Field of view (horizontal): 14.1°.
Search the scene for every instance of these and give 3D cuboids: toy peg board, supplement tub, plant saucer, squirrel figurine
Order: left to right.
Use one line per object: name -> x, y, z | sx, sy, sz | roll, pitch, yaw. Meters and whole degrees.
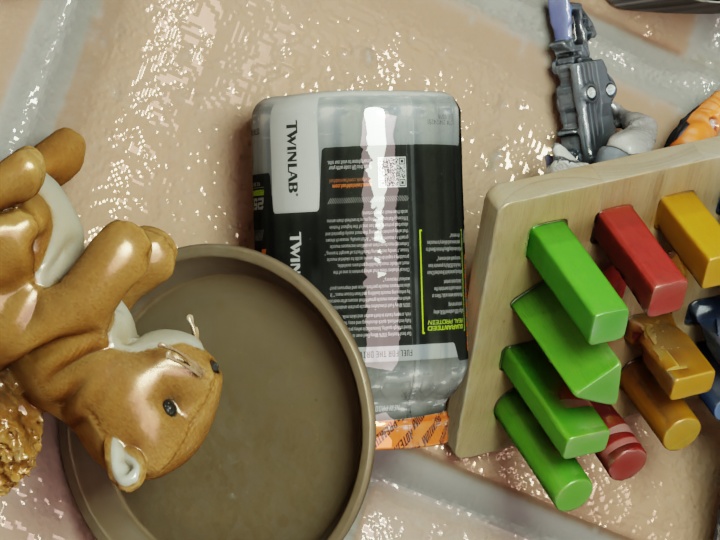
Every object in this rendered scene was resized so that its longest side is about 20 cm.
squirrel figurine -> -0.177, 0.050, 1.574 | 0.200, 0.142, 0.187 | -37, 94, 1
plant saucer -> -0.077, 0.085, 1.615 | 0.029, 0.199, 0.202 | -2, 91, -64
supplement tub -> 0.000, 0.000, 1.658 | 0.122, 0.122, 0.201 | -2, 89, -22
toy peg board -> 0.167, 0.038, 1.684 | 0.198, 0.098, 0.201 | -12, 135, -22

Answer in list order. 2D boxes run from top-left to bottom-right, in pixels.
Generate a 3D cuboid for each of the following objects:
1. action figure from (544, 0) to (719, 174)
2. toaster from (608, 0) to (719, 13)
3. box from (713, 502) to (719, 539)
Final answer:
action figure -> 0.182, -0.077, 1.748 | 0.193, 0.104, 0.201 | -19, 98, -31
toaster -> 0.244, -0.240, 1.762 | 0.180, 0.119, 0.201 | -5, 91, -22
box -> 0.296, 0.128, 1.770 | 0.160, 0.049, 0.201 | -10, 125, -22
